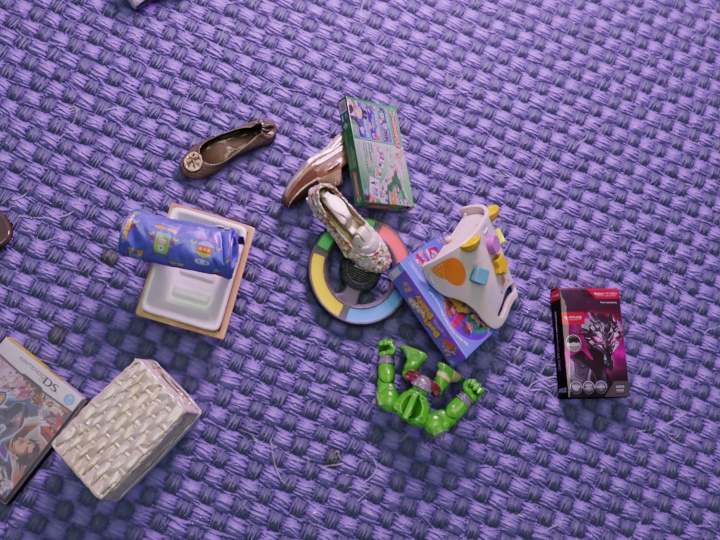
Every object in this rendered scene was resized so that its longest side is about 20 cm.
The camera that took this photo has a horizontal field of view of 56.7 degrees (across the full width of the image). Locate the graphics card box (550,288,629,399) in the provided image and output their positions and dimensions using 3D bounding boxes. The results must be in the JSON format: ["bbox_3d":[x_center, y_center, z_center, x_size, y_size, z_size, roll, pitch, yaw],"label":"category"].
[{"bbox_3d":[0.425,0.135,1.241,0.122,0.051,0.206,1,79,-7],"label":"graphics card box"}]

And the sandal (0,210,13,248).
[{"bbox_3d":[-0.682,-0.117,1.149,0.081,0.055,0.202,-34,84,-13],"label":"sandal"}]

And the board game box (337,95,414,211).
[{"bbox_3d":[0.030,-0.214,1.240,0.132,0.029,0.206,1,74,-44],"label":"board game box"}]

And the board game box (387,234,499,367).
[{"bbox_3d":[0.154,0.050,1.197,0.133,0.045,0.202,-30,82,-42],"label":"board game box"}]

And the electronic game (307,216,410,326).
[{"bbox_3d":[0.000,0.000,1.219,0.194,0.042,0.206,2,77,-7],"label":"electronic game"}]

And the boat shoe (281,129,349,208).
[{"bbox_3d":[-0.063,-0.180,1.234,0.200,0.076,0.072,-44,88,-12],"label":"boat shoe"}]

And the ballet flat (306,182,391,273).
[{"bbox_3d":[-0.019,-0.075,1.178,0.200,0.064,0.076,43,71,0],"label":"ballet flat"}]

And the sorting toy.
[{"bbox_3d":[0.225,-0.001,1.199,0.182,0.105,0.201,57,44,-18],"label":"sorting toy"}]

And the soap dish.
[{"bbox_3d":[-0.283,0.003,1.161,0.153,0.081,0.205,15,76,-4],"label":"soap dish"}]

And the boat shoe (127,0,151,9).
[{"bbox_3d":[-0.362,-0.564,1.284,0.197,0.072,0.070,-31,105,-19],"label":"boat shoe"}]

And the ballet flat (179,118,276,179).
[{"bbox_3d":[-0.244,-0.231,1.234,0.196,0.046,0.069,-26,81,-12],"label":"ballet flat"}]

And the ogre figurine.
[{"bbox_3d":[0.101,0.209,1.158,0.197,0.098,0.122,30,73,-2],"label":"ogre figurine"}]

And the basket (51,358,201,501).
[{"bbox_3d":[-0.374,0.255,1.073,0.135,0.124,0.200,43,77,4],"label":"basket"}]

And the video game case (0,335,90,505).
[{"bbox_3d":[-0.581,0.244,1.099,0.179,0.026,0.202,36,76,1],"label":"video game case"}]

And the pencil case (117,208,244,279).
[{"bbox_3d":[-0.291,-0.046,1.087,0.194,0.078,0.089,11,106,-5],"label":"pencil case"}]
